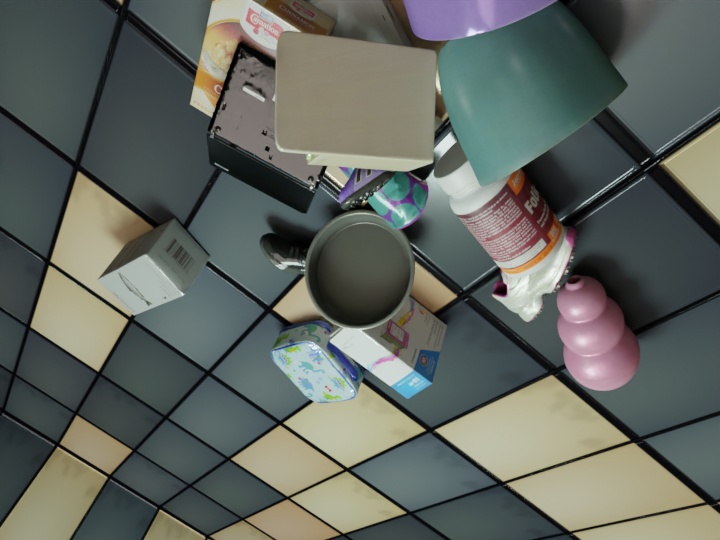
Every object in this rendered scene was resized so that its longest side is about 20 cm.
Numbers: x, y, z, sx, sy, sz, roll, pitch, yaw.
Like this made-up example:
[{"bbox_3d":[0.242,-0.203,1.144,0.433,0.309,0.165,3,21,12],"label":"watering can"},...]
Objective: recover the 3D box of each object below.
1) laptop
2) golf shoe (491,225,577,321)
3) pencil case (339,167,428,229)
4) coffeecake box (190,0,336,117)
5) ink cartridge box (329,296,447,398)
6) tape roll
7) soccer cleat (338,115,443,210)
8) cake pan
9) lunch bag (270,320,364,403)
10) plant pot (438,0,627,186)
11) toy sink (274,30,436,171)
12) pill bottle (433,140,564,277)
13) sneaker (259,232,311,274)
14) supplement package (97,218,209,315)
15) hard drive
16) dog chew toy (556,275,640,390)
[{"bbox_3d":[-0.123,-0.193,0.849,0.173,0.104,0.204,25,111,-7],"label":"laptop"},{"bbox_3d":[0.279,0.001,0.949,0.089,0.076,0.203,24,136,6],"label":"golf shoe"},{"bbox_3d":[0.021,-0.164,0.899,0.092,0.086,0.200,-37,109,23],"label":"pencil case"},{"bbox_3d":[-0.142,-0.291,0.823,0.150,0.074,0.201,29,136,-5],"label":"coffeecake box"},{"bbox_3d":[0.055,0.118,1.108,0.198,0.147,0.085,36,137,-11],"label":"ink cartridge box"},{"bbox_3d":[0.132,-0.329,0.606,0.194,0.203,0.086,-6,130,29],"label":"tape roll"},{"bbox_3d":[0.031,-0.168,0.828,0.074,0.200,0.068,47,167,-4],"label":"soccer cleat"},{"bbox_3d":[0.000,0.000,1.010,0.193,0.207,0.037,12,173,14],"label":"cake pan"},{"bbox_3d":[-0.091,0.208,1.309,0.158,0.084,0.201,-17,123,37],"label":"lunch bag"},{"bbox_3d":[0.184,-0.227,0.691,0.198,0.200,0.163,-29,98,41],"label":"plant pot"},{"bbox_3d":[-0.014,-0.200,0.724,0.193,0.136,0.112,0,-177,-15],"label":"toy sink"},{"bbox_3d":[0.202,-0.098,0.858,0.113,0.116,0.200,-26,118,40],"label":"pill bottle"},{"bbox_3d":[-0.096,-0.029,1.107,0.195,0.074,0.083,26,121,-9],"label":"sneaker"},{"bbox_3d":[-0.440,-0.004,1.243,0.196,0.119,0.118,-19,123,37],"label":"supplement package"},{"bbox_3d":[-0.036,-0.319,0.822,0.195,0.027,0.133,-14,124,34],"label":"hard drive"},{"bbox_3d":[0.382,0.097,0.963,0.122,0.125,0.204,-13,117,34],"label":"dog chew toy"}]
